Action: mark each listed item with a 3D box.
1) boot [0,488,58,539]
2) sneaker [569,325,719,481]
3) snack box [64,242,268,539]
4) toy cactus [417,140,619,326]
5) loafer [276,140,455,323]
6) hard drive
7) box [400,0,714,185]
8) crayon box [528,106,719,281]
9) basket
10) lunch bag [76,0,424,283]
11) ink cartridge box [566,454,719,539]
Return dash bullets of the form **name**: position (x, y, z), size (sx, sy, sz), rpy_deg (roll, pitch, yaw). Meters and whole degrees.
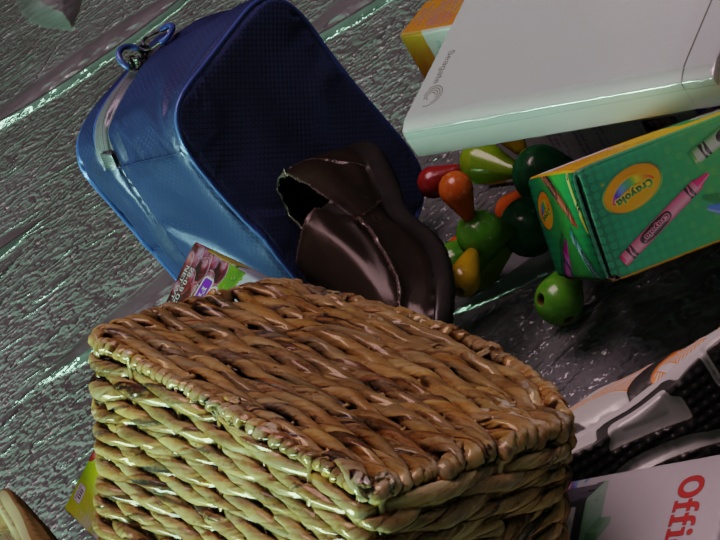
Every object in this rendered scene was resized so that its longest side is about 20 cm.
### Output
- **boot**: position (-0.216, 0.208, 1.156), size (0.155, 0.073, 0.200), rpy_deg (-43, 25, -7)
- **sneaker**: position (0.148, 0.065, 0.996), size (0.199, 0.074, 0.080), rpy_deg (-28, 16, 0)
- **snack box**: position (-0.062, 0.092, 1.113), size (0.200, 0.067, 0.170), rpy_deg (25, 90, 58)
- **toy cactus**: position (0.111, -0.043, 1.202), size (0.164, 0.103, 0.200), rpy_deg (-23, 19, -1)
- **loafer**: position (0.000, 0.000, 1.173), size (0.071, 0.074, 0.200), rpy_deg (-7, 32, -14)
- **hard drive**: position (0.126, -0.127, 1.130), size (0.199, 0.027, 0.133), rpy_deg (-8, 44, 41)
- **box**: position (0.131, -0.115, 1.250), size (0.199, 0.120, 0.042), rpy_deg (-6, 37, 41)
- **crayon box**: position (0.193, -0.055, 1.063), size (0.198, 0.059, 0.119), rpy_deg (-20, 3, -5)
- **basket**: position (-0.009, 0.104, 0.888), size (0.142, 0.151, 0.199), rpy_deg (-15, 25, -39)
- **lunch bag**: position (-0.077, -0.064, 1.298), size (0.132, 0.200, 0.136), rpy_deg (-14, 31, 50)
- **ink cartridge box**: position (0.077, 0.167, 0.892), size (0.199, 0.084, 0.145), rpy_deg (-14, 33, 32)
